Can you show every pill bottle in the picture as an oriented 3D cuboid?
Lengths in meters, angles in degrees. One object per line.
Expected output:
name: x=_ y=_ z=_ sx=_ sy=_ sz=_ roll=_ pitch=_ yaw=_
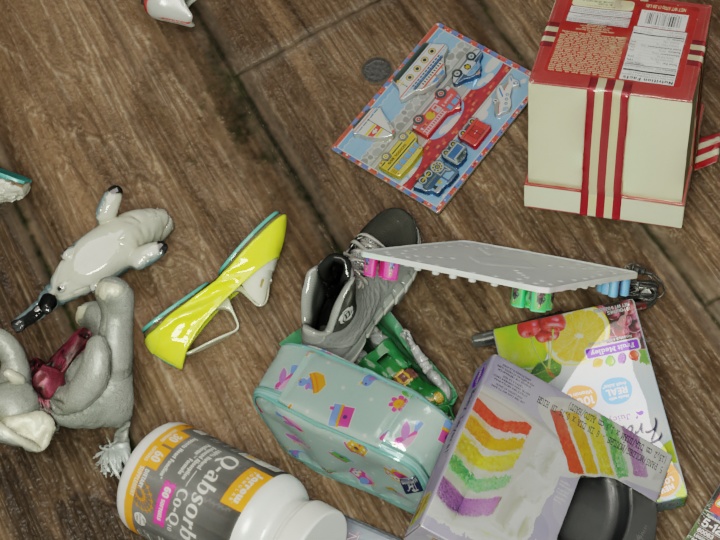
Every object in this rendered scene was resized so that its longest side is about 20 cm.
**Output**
pill bottle: x=-0.120 y=0.228 z=1.356 sx=0.200 sy=0.116 sz=0.117 roll=21 pitch=68 yaw=28

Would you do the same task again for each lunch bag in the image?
lunch bag: x=0.004 y=0.158 z=1.362 sx=0.200 sy=0.161 sz=0.077 roll=22 pitch=64 yaw=26

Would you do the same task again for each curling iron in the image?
curling iron: x=0.207 y=0.041 z=1.454 sx=0.200 sy=0.026 sz=0.050 roll=-19 pitch=99 yaw=4

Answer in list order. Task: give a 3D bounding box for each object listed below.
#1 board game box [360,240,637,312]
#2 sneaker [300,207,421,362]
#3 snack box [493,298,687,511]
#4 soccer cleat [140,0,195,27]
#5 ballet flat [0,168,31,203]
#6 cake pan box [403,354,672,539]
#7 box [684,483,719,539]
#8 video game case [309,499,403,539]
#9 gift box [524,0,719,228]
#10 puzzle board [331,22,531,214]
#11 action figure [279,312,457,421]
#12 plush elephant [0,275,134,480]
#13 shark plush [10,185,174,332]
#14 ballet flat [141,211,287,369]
board game box: x=0.133 y=0.003 z=1.383 sx=0.200 sy=0.200 sz=0.026 roll=12 pitch=101 yaw=33
sneaker: x=0.000 y=0.000 z=1.407 sx=0.075 sy=0.116 sz=0.200 roll=19 pitch=63 yaw=18
snack box: x=0.217 y=0.139 z=1.385 sx=0.142 sy=0.053 sz=0.200 roll=-13 pitch=67 yaw=5
soccer cleat: x=-0.187 y=-0.376 z=1.718 sx=0.085 sy=0.069 sz=0.200 roll=26 pitch=73 yaw=11
ballet flat: x=-0.456 y=-0.105 z=1.633 sx=0.200 sy=0.072 sz=0.072 roll=23 pitch=69 yaw=22
cake pan box: x=0.160 y=0.199 z=1.264 sx=0.200 sy=0.052 sz=0.184 roll=31 pitch=62 yaw=-4
box: x=0.374 y=0.299 z=1.291 sx=0.200 sy=0.038 sz=0.137 roll=30 pitch=72 yaw=22
video game case: x=0.007 y=0.316 z=1.358 sx=0.200 sy=0.019 sz=0.143 roll=21 pitch=69 yaw=18
gift box: x=0.270 y=-0.163 z=1.465 sx=0.184 sy=0.187 sz=0.200 roll=13 pitch=47 yaw=18
puzzle board: x=0.085 y=-0.172 z=1.592 sx=0.151 sy=0.017 sz=0.200 roll=33 pitch=72 yaw=22
action figure: x=0.027 y=0.097 z=1.448 sx=0.118 sy=0.055 sz=0.200 roll=-42 pitch=68 yaw=-15
plush elephant: x=-0.308 y=0.112 z=1.433 sx=0.154 sy=0.165 sz=0.201 roll=-2 pitch=86 yaw=-19
shark plush: x=-0.277 y=0.006 z=1.533 sx=0.091 sy=0.083 sz=0.200 roll=38 pitch=80 yaw=4
ballet flat: x=-0.137 y=0.026 z=1.511 sx=0.200 sy=0.067 sz=0.067 roll=-42 pitch=85 yaw=-9
